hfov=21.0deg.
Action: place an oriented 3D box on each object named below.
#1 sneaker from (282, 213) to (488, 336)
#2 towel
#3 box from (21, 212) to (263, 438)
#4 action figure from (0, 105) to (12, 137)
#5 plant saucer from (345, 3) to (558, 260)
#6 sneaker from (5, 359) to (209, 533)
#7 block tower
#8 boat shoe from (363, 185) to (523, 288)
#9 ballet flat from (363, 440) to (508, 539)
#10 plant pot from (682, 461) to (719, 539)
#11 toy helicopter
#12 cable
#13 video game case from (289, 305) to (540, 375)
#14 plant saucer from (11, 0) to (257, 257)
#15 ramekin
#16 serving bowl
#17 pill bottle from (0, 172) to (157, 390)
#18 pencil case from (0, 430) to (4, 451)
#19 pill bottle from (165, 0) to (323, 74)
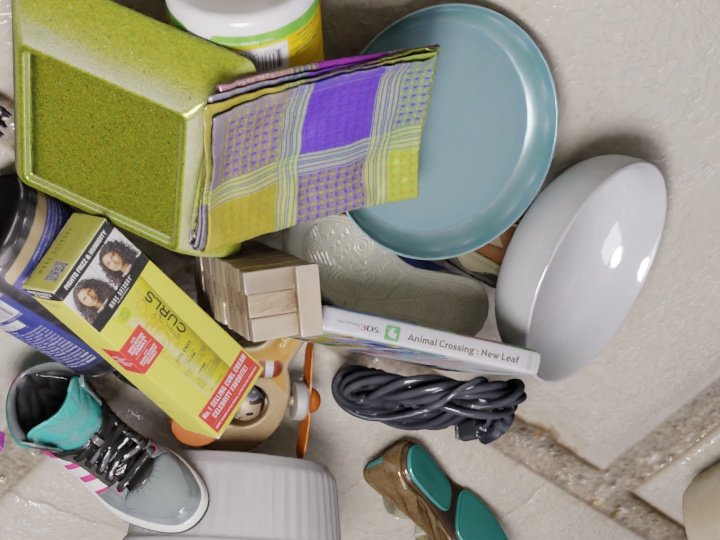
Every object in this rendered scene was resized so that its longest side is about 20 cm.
[{"bbox_3d":[0.000,0.001,1.576,0.199,0.111,0.077,20,86,-33],"label":"sneaker"},{"bbox_3d":[-0.033,-0.087,1.397,0.199,0.023,0.144,-15,135,-29],"label":"towel"},{"bbox_3d":[-0.165,0.045,1.498,0.200,0.050,0.075,47,67,-35],"label":"box"},{"bbox_3d":[-0.334,-0.139,1.385,0.200,0.102,0.119,41,72,-41],"label":"action figure"},{"bbox_3d":[0.061,-0.108,1.497,0.199,0.027,0.201,-7,108,-23],"label":"plant saucer"},{"bbox_3d":[-0.219,0.139,1.607,0.084,0.199,0.121,-56,158,-12],"label":"sneaker"},{"bbox_3d":[-0.082,0.014,1.489,0.058,0.200,0.054,-8,98,-17],"label":"block tower"},{"bbox_3d":[0.056,-0.057,1.572,0.200,0.076,0.074,28,95,-35],"label":"boat shoe"},{"bbox_3d":[0.068,0.231,1.844,0.072,0.068,0.200,-16,137,32],"label":"ballet flat"},{"bbox_3d":[0.413,0.224,1.829,0.183,0.201,0.200,-29,132,31],"label":"plant pot"},{"bbox_3d":[-0.071,0.080,1.668,0.132,0.079,0.200,30,109,-25],"label":"toy helicopter"},{"bbox_3d":[0.058,0.107,1.681,0.162,0.051,0.200,14,169,-5],"label":"cable"},{"bbox_3d":[0.023,0.055,1.549,0.181,0.200,0.022,13,85,-18],"label":"video game case"},{"bbox_3d":[-0.179,-0.101,1.413,0.199,0.048,0.201,24,139,13],"label":"plant saucer"},{"bbox_3d":[-0.110,0.214,1.715,0.201,0.095,0.202,3,169,1],"label":"ramekin"},{"bbox_3d":[0.170,-0.010,1.589,0.200,0.066,0.201,-39,145,-35],"label":"serving bowl"},{"bbox_3d":[-0.230,0.016,1.548,0.112,0.112,0.200,-38,128,23],"label":"pill bottle"},{"bbox_3d":[-0.358,0.076,1.597,0.092,0.085,0.201,-4,134,1],"label":"pencil case"},{"bbox_3d":[-0.081,-0.137,1.436,0.110,0.111,0.201,-7,134,-4],"label":"pill bottle"}]
